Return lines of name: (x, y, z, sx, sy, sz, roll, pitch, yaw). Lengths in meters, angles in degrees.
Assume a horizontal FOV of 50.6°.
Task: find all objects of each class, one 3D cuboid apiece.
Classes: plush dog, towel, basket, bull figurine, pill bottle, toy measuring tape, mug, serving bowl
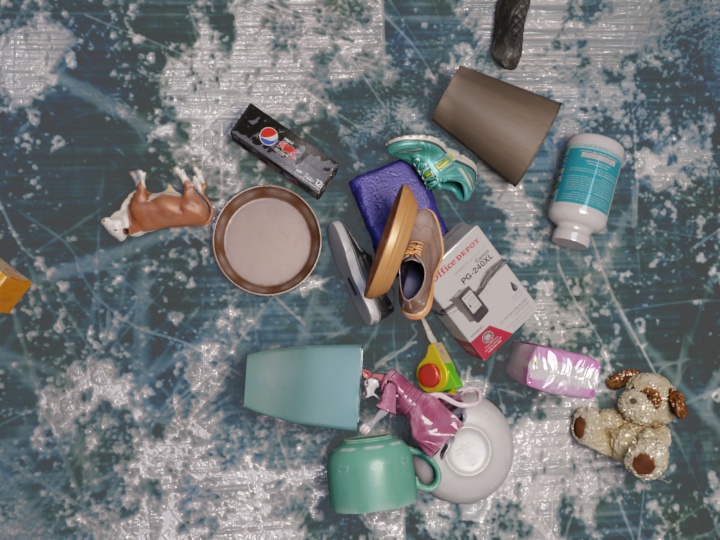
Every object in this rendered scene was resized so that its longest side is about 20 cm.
plush dog: (0.509, 0.269, 1.374, 0.159, 0.199, 0.174, 22, 92, -36)
towel: (0.075, -0.098, 1.422, 0.146, 0.050, 0.202, -21, 87, -12)
basket: (0.243, -0.280, 1.415, 0.198, 0.136, 0.182, 29, 78, 2)
bull figurine: (-0.365, -0.120, 1.369, 0.197, 0.065, 0.123, -6, 96, -8)
pill bottle: (0.416, -0.144, 1.422, 0.109, 0.111, 0.203, 18, 82, -3)
toy measuring tape: (0.120, 0.157, 1.394, 0.073, 0.074, 0.202, -25, 71, -7)
mug: (0.030, 0.344, 1.323, 0.183, 0.151, 0.116, -1, 80, -40)
serving bowl: (0.187, 0.322, 1.375, 0.197, 0.066, 0.203, 1, 85, -5)

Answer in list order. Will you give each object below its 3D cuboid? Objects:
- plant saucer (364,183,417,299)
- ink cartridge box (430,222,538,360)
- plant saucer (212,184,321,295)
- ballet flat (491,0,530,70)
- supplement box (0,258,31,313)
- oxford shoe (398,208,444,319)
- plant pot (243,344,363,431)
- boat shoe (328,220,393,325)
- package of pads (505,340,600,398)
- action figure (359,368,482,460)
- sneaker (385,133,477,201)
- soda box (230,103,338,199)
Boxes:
plant saucer: (0.054, -0.045, 1.285, 0.037, 0.200, 0.203, 18, 83, -3)
ink cartridge box: (0.200, 0.036, 1.376, 0.145, 0.083, 0.201, -41, 103, -7)
plant saucer: (-0.170, -0.054, 1.399, 0.197, 0.034, 0.203, 0, 84, -4)
ballet flat: (0.297, -0.489, 1.487, 0.066, 0.057, 0.203, 8, 79, 39)
supplement box: (-0.680, -0.017, 1.303, 0.199, 0.126, 0.074, 37, 83, -1)
oxford shoe: (0.101, -0.023, 1.285, 0.070, 0.073, 0.203, -1, 65, 14)
plant pot: (-0.098, 0.196, 1.331, 0.197, 0.141, 0.143, 3, 83, 3)
boat shoe: (0.000, 0.000, 1.397, 0.056, 0.069, 0.202, -22, 89, -23)
package of pads: (0.331, 0.172, 1.337, 0.119, 0.200, 0.077, 15, 88, 0)
action figure: (0.086, 0.223, 1.295, 0.199, 0.134, 0.150, 37, 111, 2)
sneaker: (0.133, -0.189, 1.388, 0.198, 0.077, 0.081, 21, 70, -25)
soda box: (-0.139, -0.218, 1.404, 0.199, 0.063, 0.071, 35, 81, -1)
